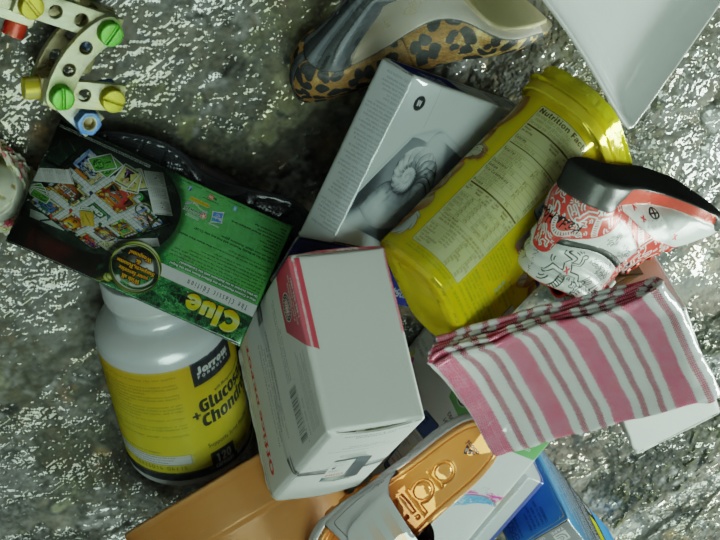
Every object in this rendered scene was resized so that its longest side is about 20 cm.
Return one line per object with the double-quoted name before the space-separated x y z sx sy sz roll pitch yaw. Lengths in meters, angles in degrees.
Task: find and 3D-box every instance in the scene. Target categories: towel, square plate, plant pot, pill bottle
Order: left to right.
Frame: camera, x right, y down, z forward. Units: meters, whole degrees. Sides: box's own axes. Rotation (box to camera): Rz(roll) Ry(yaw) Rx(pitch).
"pill bottle" -0.158 0.074 1.659 0.112 0.112 0.201 -15 129 -7
"plant pot" -0.084 0.237 1.724 0.200 0.200 0.140 -30 86 5
"towel" 0.169 0.081 1.565 0.199 0.030 0.146 -16 135 21
"square plate" 0.211 -0.247 1.547 0.200 0.028 0.198 -54 130 -17

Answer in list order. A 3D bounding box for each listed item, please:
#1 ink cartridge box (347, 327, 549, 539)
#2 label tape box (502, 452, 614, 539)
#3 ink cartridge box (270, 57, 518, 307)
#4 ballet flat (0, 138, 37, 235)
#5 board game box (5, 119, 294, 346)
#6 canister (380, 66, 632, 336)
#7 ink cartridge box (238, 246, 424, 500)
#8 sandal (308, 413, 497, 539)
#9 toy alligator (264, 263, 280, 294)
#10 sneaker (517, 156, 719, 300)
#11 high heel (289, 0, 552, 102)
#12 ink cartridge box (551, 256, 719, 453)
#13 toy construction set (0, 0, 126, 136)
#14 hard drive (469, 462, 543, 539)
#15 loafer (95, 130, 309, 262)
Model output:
"ink cartridge box" 0.073 0.150 1.770 0.087 0.146 0.200 22 116 -29
"label tape box" 0.190 0.254 1.887 0.063 0.144 0.200 -33 128 8
"ink cartridge box" 0.042 -0.057 1.601 0.199 0.041 0.201 10 112 -53
"ballet flat" -0.304 -0.084 1.526 0.075 0.064 0.200 -31 129 6
"board game box" -0.163 -0.029 1.553 0.199 0.023 0.105 25 87 -9
"canister" 0.119 -0.044 1.593 0.200 0.086 0.149 -45 147 -13
"ink cartridge box" -0.028 0.084 1.570 0.084 0.146 0.200 -7 162 -19
"sandal" 0.039 0.198 1.639 0.207 0.059 0.079 -44 111 -5
"toy alligator" 0.000 0.000 1.690 0.199 0.059 0.054 5 123 -36
"sneaker" 0.203 -0.024 1.579 0.201 0.067 0.108 8 117 -50
"high heel" 0.044 -0.177 1.589 0.199 0.072 0.143 3 147 -34
"ink cartridge box" 0.216 0.030 1.688 0.084 0.200 0.146 -26 134 2
"toy construction set" -0.255 -0.176 1.451 0.200 0.092 0.132 10 109 -41
"hard drive" 0.080 0.219 1.833 0.025 0.132 0.200 25 114 -31
"loafer" -0.135 -0.057 1.601 0.199 0.063 0.072 21 94 -12
